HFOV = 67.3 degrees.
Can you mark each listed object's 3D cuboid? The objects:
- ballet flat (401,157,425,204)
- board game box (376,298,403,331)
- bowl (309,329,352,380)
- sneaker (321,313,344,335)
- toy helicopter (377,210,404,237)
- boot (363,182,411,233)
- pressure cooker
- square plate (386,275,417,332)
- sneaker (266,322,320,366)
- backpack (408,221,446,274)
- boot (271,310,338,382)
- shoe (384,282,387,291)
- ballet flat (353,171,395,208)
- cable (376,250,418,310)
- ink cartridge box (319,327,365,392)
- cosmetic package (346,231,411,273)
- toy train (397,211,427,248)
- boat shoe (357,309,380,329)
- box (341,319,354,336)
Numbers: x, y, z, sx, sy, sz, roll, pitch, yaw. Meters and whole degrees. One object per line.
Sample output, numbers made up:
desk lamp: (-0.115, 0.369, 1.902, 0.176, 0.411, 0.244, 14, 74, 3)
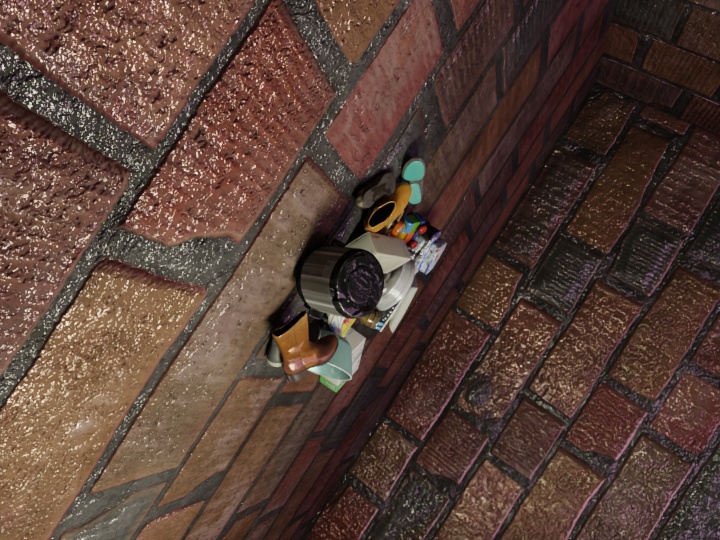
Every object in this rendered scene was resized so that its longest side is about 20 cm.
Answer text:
ballet flat: (0.157, -0.282, 1.608, 0.073, 0.073, 0.200, -49, 156, -22)
board game box: (0.097, 0.076, 1.866, 0.200, 0.026, 0.200, -89, -159, -47)
bowl: (-0.105, 0.249, 1.641, 0.201, 0.200, 0.105, 77, 30, -64)
sneaker: (-0.081, 0.127, 1.661, 0.072, 0.072, 0.201, -8, 127, -30)
toy helicopter: (0.078, -0.118, 1.685, 0.200, 0.079, 0.132, -58, 173, 37)
boot: (0.087, -0.181, 1.517, 0.201, 0.071, 0.144, -47, -177, -8)
pressure cooker: (-0.062, 0.022, 1.352, 0.176, 0.200, 0.179, -34, 118, -36)
square plate: (0.130, 0.077, 1.849, 0.198, 0.028, 0.200, -96, -153, -57)
sneaker: (-0.172, 0.180, 1.501, 0.200, 0.075, 0.106, -34, 150, -46)
backpack: (0.213, -0.068, 1.963, 0.191, 0.154, 0.200, -54, 167, 23)
boot: (-0.143, 0.178, 1.443, 0.188, 0.068, 0.200, -29, 135, -24)
shoe: (-0.023, 0.059, 1.582, 0.199, 0.072, 0.091, 7, 126, -28)
ballet flat: (0.039, -0.216, 1.456, 0.200, 0.046, 0.068, -44, 126, -49)
cable: (0.091, 0.029, 1.754, 0.200, 0.069, 0.200, -29, -144, 37)
ink cartridge box: (-0.067, 0.324, 1.970, 0.146, 0.084, 0.200, -42, 155, -39)
cosmetic package: (0.052, -0.049, 1.582, 0.105, 0.071, 0.200, -30, 161, 27)
toy train: (0.128, -0.101, 1.814, 0.115, 0.085, 0.200, -15, 146, -40)
boat shoe: (0.022, 0.145, 1.787, 0.200, 0.068, 0.072, 144, -29, -84)
box: (-0.060, 0.168, 1.795, 0.200, 0.050, 0.075, -52, 161, -14)
